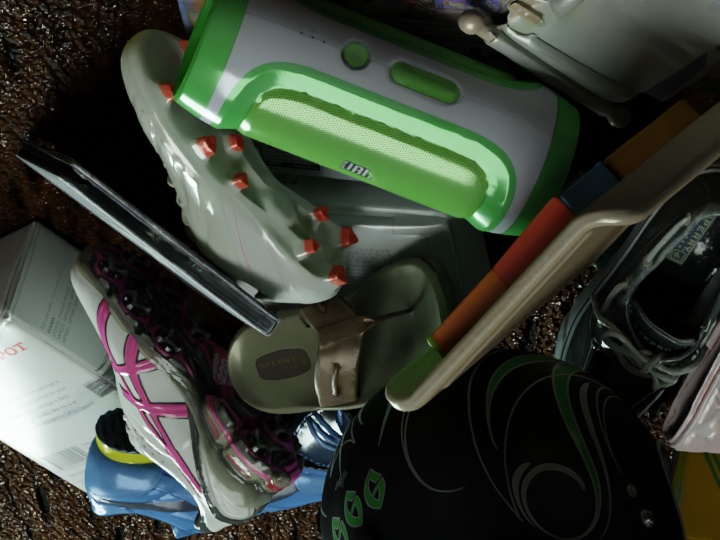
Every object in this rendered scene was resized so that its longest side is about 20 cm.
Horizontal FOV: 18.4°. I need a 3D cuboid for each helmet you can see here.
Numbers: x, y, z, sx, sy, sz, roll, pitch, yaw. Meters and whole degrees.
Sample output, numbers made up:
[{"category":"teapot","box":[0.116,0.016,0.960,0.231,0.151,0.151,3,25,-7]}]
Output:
[{"category":"helmet","box":[0.077,0.136,1.216,0.199,0.191,0.200,-2,128,-2]}]

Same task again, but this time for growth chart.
[{"category":"growth chart","box":[0.169,-0.134,1.114,0.200,0.018,0.145,-29,137,32]}]

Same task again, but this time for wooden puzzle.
[{"category":"wooden puzzle","box":[0.111,-0.020,1.143,0.037,0.185,0.200,50,134,4]}]

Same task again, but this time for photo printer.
[{"category":"photo printer","box":[0.000,0.000,1.375,0.166,0.070,0.200,4,146,15]}]

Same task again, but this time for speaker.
[{"category":"speaker","box":[0.008,-0.086,1.149,0.200,0.089,0.088,21,147,-10]}]

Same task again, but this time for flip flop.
[{"category":"flip flop","box":[-0.017,0.045,1.306,0.200,0.081,0.058,-15,175,44]}]

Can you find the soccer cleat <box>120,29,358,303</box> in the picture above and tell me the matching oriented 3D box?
[{"category":"soccer cleat","box":[-0.081,-0.049,1.234,0.077,0.069,0.200,-14,130,34]}]

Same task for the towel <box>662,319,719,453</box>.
[{"category":"towel","box":[0.297,0.044,1.278,0.200,0.032,0.191,6,133,-19]}]

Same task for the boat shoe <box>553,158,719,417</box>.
[{"category":"boat shoe","box":[0.165,0.030,1.247,0.073,0.068,0.200,25,124,-11]}]

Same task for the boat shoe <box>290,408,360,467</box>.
[{"category":"boat shoe","box":[0.007,0.084,1.370,0.084,0.069,0.200,22,147,-15]}]

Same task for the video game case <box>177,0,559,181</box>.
[{"category":"video game case","box":[0.008,-0.118,1.217,0.199,0.046,0.181,6,147,12]}]

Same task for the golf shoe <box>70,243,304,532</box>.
[{"category":"golf shoe","box":[-0.128,0.076,1.404,0.092,0.073,0.200,-41,80,27]}]

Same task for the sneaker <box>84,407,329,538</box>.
[{"category":"sneaker","box":[-0.084,0.138,1.486,0.200,0.066,0.079,3,119,-9]}]

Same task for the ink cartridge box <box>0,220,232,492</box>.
[{"category":"ink cartridge box","box":[-0.202,0.067,1.537,0.146,0.085,0.200,-22,135,41]}]

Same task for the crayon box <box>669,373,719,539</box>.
[{"category":"crayon box","box":[0.219,0.140,1.385,0.051,0.200,0.127,9,147,5]}]

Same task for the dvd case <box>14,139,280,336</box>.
[{"category":"dvd case","box":[-0.130,-0.023,1.321,0.149,0.016,0.200,38,176,-17]}]

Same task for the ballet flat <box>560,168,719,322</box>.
[{"category":"ballet flat","box":[0.197,-0.010,1.308,0.200,0.072,0.072,23,146,-10]}]
